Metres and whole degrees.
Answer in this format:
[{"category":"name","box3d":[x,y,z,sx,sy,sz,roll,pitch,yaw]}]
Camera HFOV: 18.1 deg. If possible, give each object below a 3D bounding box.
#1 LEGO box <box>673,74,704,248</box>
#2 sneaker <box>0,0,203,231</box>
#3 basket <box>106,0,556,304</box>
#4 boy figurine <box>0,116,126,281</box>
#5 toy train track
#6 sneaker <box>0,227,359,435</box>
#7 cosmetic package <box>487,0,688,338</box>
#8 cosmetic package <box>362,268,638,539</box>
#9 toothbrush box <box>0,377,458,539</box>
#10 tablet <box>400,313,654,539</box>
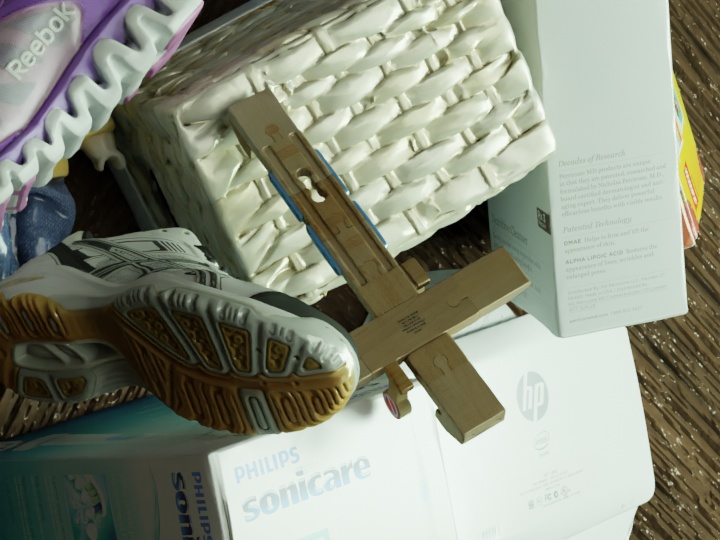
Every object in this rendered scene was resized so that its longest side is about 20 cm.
[{"category":"LEGO box","box3d":[0.141,-0.118,1.354,0.149,0.077,0.201,-57,129,-70]},{"category":"sneaker","box3d":[-0.164,-0.080,1.018,0.088,0.080,0.200,43,68,-4]},{"category":"basket","box3d":[-0.016,-0.072,1.151,0.199,0.123,0.136,-30,107,-16]},{"category":"boy figurine","box3d":[-0.166,-0.071,1.091,0.124,0.064,0.202,4,85,-39]},{"category":"toy train track","box3d":[0.000,0.000,1.029,0.114,0.033,0.200,-28,64,-16]},{"category":"sneaker","box3d":[-0.077,0.014,0.992,0.088,0.199,0.076,-48,135,-42]},{"category":"cosmetic package","box3d":[0.117,-0.077,1.224,0.081,0.113,0.202,-12,105,-14]},{"category":"cosmetic package","box3d":[0.077,0.100,1.311,0.200,0.074,0.102,50,53,-31]},{"category":"toothbrush box","box3d":[-0.076,0.109,1.061,0.146,0.199,0.086,-15,96,-46]},{"category":"tablet","box3d":[0.097,0.092,1.271,0.199,0.014,0.131,-17,97,-46]}]
